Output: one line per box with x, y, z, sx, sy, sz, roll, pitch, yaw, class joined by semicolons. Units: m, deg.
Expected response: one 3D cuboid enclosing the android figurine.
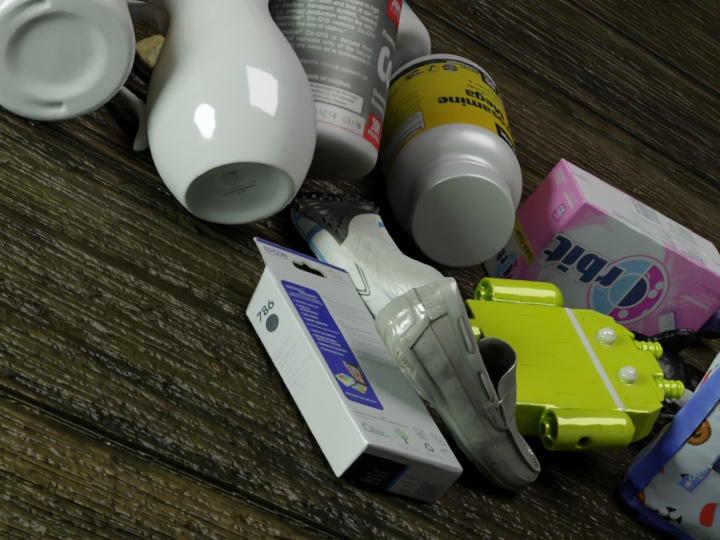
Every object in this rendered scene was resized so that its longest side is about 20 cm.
0.149;0.073;1.768;0.199;0.041;0.183;5;36;-22;android figurine

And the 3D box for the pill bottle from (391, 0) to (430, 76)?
-0.031;-0.235;2.050;0.110;0.111;0.200;12;34;-50;pill bottle

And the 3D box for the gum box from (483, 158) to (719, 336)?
0.216;0.002;2.001;0.199;0.114;0.066;26;25;-31;gum box

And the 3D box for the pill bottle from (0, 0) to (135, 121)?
-0.226;-0.203;1.660;0.111;0.111;0.200;27;25;-30;pill bottle

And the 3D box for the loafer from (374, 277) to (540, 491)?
0.082;0.081;1.622;0.200;0.070;0.070;53;5;-43;loafer

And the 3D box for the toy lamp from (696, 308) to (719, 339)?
0.351;0.032;2.256;0.058;0.058;0.200;46;19;14;toy lamp

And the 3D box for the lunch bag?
0.305;0.130;1.831;0.199;0.170;0.124;14;29;-52;lunch bag

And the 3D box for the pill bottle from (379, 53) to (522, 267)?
0.074;-0.089;1.940;0.112;0.113;0.200;32;23;-21;pill bottle

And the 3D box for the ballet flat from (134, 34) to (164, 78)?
-0.091;-0.160;1.866;0.199;0.071;0.071;21;28;-40;ballet flat

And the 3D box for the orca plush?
0.265;0.087;1.957;0.199;0.071;0.105;32;18;-8;orca plush

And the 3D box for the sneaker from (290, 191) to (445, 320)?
0.000;0.000;1.730;0.071;0.073;0.200;-2;29;-30;sneaker

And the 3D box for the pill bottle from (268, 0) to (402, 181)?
-0.028;-0.180;1.810;0.113;0.113;0.201;22;71;-39;pill bottle

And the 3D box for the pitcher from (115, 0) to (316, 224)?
-0.120;-0.130;1.701;0.121;0.170;0.201;54;23;-55;pitcher

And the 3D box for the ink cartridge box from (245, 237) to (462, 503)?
-0.013;0.067;1.597;0.099;0.039;0.201;20;31;-43;ink cartridge box

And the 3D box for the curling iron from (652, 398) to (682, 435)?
0.177;0.082;1.873;0.199;0.026;0.050;27;14;-16;curling iron
